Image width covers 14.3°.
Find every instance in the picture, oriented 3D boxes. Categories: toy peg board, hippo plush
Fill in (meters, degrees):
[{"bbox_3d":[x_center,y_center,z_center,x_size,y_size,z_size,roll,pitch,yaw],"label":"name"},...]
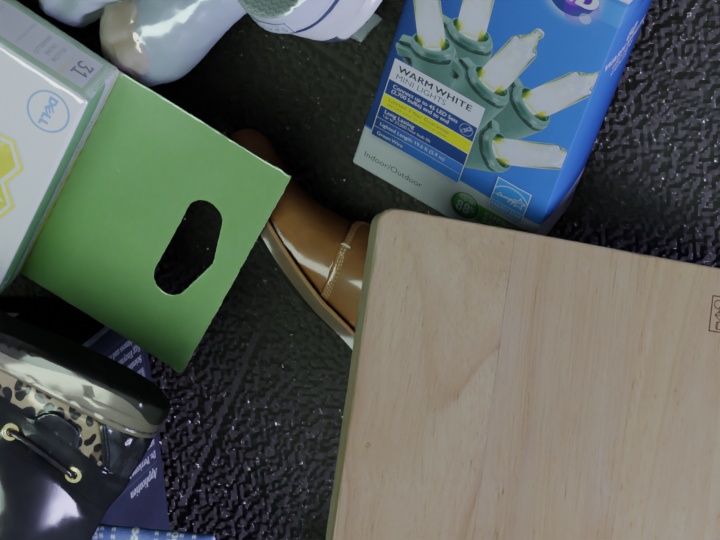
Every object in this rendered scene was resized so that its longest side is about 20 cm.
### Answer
[{"bbox_3d":[0.080,0.089,1.386,0.198,0.098,0.201,10,83,-12],"label":"toy peg board"},{"bbox_3d":[-0.096,-0.164,1.356,0.199,0.161,0.160,31,100,12],"label":"hippo plush"}]

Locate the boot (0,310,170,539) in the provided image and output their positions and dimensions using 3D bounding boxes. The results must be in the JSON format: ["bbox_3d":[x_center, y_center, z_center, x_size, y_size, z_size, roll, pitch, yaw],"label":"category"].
[{"bbox_3d":[-0.209,0.091,1.425,0.199,0.073,0.151,22,100,-2],"label":"boot"}]

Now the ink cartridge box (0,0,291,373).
[{"bbox_3d":[-0.153,-0.041,1.426,0.199,0.048,0.146,34,125,3],"label":"ink cartridge box"}]

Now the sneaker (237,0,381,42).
[{"bbox_3d":[0.011,-0.195,1.302,0.073,0.071,0.201,37,99,27],"label":"sneaker"}]

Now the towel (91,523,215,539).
[{"bbox_3d":[-0.163,0.193,1.488,0.199,0.024,0.146,4,108,19],"label":"towel"}]

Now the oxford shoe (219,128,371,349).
[{"bbox_3d":[0.000,0.000,1.460,0.071,0.071,0.200,-39,92,3],"label":"oxford shoe"}]

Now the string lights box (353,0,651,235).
[{"bbox_3d":[0.074,-0.112,1.349,0.102,0.059,0.201,29,136,11],"label":"string lights box"}]

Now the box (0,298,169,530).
[{"bbox_3d":[-0.216,0.124,1.558,0.196,0.117,0.201,2,109,21],"label":"box"}]
